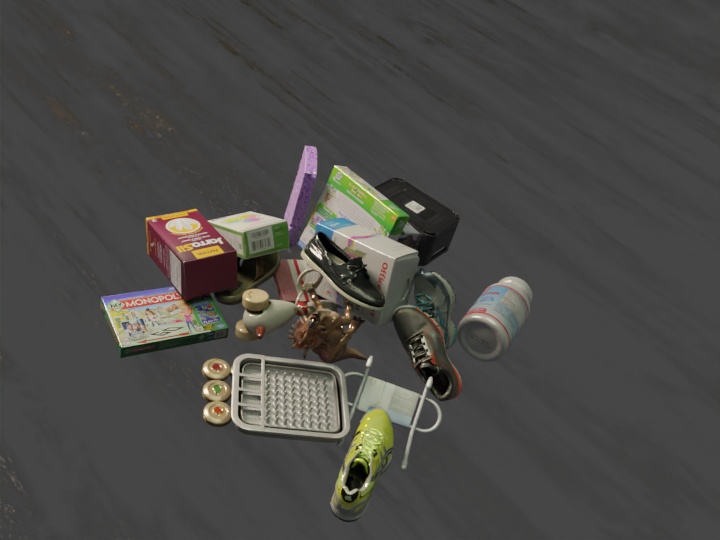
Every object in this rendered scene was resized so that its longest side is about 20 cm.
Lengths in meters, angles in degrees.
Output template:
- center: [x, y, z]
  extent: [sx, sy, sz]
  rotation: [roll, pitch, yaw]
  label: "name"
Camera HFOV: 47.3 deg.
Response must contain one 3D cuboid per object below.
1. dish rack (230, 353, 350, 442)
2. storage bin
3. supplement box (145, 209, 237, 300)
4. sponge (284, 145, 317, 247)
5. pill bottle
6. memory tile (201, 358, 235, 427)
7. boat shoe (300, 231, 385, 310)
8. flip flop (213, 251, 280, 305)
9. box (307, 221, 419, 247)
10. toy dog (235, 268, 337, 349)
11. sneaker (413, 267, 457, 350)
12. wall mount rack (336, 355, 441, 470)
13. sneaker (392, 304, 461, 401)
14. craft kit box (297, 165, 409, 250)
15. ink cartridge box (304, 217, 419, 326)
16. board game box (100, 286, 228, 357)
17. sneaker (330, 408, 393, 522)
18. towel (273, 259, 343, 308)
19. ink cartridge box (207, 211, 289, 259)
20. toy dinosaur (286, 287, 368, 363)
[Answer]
- center: [-0.122, 0.224, 1.403]
  extent: [0.200, 0.044, 0.172]
  rotation: [8, 38, -13]
  label: "dish rack"
- center: [0.111, -0.115, 1.903]
  extent: [0.200, 0.094, 0.135]
  rotation: [34, 40, 22]
  label: "storage bin"
- center: [-0.330, -0.035, 1.602]
  extent: [0.110, 0.086, 0.200]
  rotation: [-14, 35, -30]
  label: "supplement box"
- center: [-0.130, -0.159, 1.775]
  extent: [0.030, 0.200, 0.112]
  rotation: [10, 39, -12]
  label: "sponge"
- center: [0.284, 0.093, 1.698]
  extent: [0.109, 0.109, 0.200]
  rotation: [29, 38, 15]
  label: "pill bottle"
- center: [-0.177, 0.216, 1.441]
  extent: [0.200, 0.017, 0.153]
  rotation: [6, 39, -15]
  label: "memory tile"
- center: [-0.024, -0.004, 1.517]
  extent: [0.199, 0.066, 0.074]
  rotation: [41, 26, 30]
  label: "boat shoe"
- center: [-0.227, -0.005, 1.652]
  extent: [0.081, 0.058, 0.200]
  rotation: [14, 38, 24]
  label: "flip flop"
- center: [0.007, -0.088, 1.779]
  extent: [0.115, 0.132, 0.200]
  rotation: [-1, 38, -51]
  label: "box"
- center: [-0.135, 0.090, 1.533]
  extent: [0.200, 0.132, 0.096]
  rotation: [-19, 39, -10]
  label: "toy dog"
- center: [0.135, 0.089, 1.584]
  extent: [0.078, 0.200, 0.086]
  rotation: [15, 43, 39]
  label: "sneaker"
- center: [0.043, 0.251, 1.443]
  extent: [0.200, 0.075, 0.174]
  rotation: [19, 69, 4]
  label: "wall mount rack"
- center: [0.122, 0.153, 1.521]
  extent: [0.200, 0.077, 0.082]
  rotation: [57, 16, 5]
  label: "sneaker"
- center: [-0.019, -0.082, 1.697]
  extent: [0.200, 0.198, 0.048]
  rotation: [41, 28, 30]
  label: "craft kit box"
- center: [0.000, 0.000, 1.600]
  extent: [0.200, 0.145, 0.085]
  rotation: [25, 23, 31]
  label: "ink cartridge box"
- center: [-0.362, 0.088, 1.519]
  extent: [0.200, 0.029, 0.135]
  rotation: [-9, 46, -30]
  label: "board game box"
- center: [0.013, 0.305, 1.327]
  extent: [0.075, 0.076, 0.200]
  rotation: [18, 50, 3]
  label: "sneaker"
- center: [-0.081, 0.028, 1.710]
  extent: [0.200, 0.023, 0.144]
  rotation: [3, 38, -21]
  label: "towel"
- center: [-0.242, -0.078, 1.678]
  extent: [0.104, 0.059, 0.200]
  rotation: [-16, 21, -34]
  label: "ink cartridge box"
- center: [-0.062, 0.122, 1.473]
  extent: [0.086, 0.200, 0.136]
  rotation: [-1, 46, 31]
  label: "toy dinosaur"
